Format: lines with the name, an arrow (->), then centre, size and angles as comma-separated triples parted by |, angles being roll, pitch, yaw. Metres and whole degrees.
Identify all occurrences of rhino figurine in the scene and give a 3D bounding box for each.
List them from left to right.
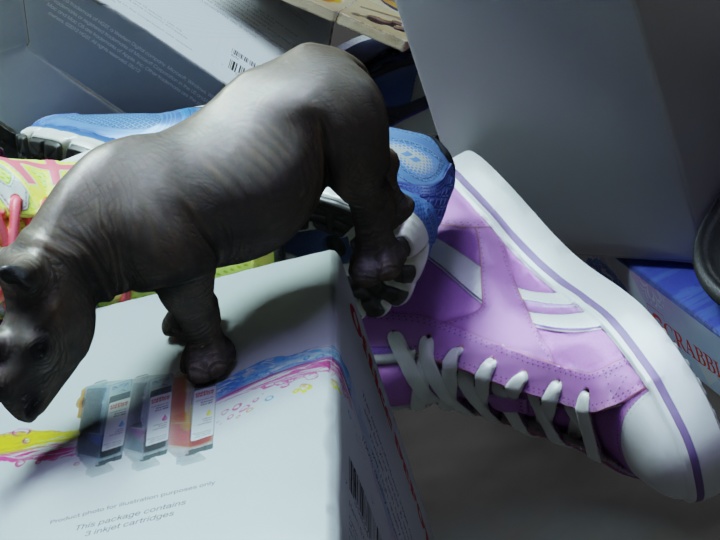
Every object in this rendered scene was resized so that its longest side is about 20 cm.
rhino figurine -> -0.066, -0.011, 1.005 | 0.199, 0.088, 0.060 | -30, 30, -22

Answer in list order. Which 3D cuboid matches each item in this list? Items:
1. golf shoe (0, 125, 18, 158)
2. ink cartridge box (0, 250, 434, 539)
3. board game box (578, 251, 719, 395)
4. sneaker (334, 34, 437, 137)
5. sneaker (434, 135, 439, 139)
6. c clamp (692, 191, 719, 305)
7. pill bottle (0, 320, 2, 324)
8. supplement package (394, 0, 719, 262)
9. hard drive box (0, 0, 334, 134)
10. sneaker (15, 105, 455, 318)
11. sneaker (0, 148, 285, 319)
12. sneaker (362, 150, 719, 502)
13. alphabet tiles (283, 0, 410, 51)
golf shoe -> -0.184, -0.047, 1.246 | 0.075, 0.200, 0.092 | -48, 66, 10
ink cartridge box -> -0.055, 0.114, 1.026 | 0.144, 0.146, 0.200 | -14, 28, 8
board game box -> 0.200, -0.030, 1.238 | 0.199, 0.041, 0.200 | -26, 30, -14
sneaker -> 0.052, -0.090, 1.387 | 0.199, 0.081, 0.147 | -25, 33, 1
sneaker -> 0.000, 0.000, 1.246 | 0.076, 0.084, 0.200 | 26, 52, 26
c clamp -> 0.224, -0.025, 1.148 | 0.170, 0.027, 0.201 | 4, 46, 27
pill bottle -> -0.178, 0.083, 1.169 | 0.104, 0.104, 0.200 | 14, 61, 45
supplement package -> 0.095, -0.119, 1.201 | 0.119, 0.201, 0.121 | 3, 36, 35
hard drive box -> -0.096, -0.112, 1.296 | 0.077, 0.155, 0.200 | -50, 13, 24
sneaker -> -0.050, -0.035, 1.173 | 0.199, 0.079, 0.089 | 10, 39, 26
sneaker -> -0.129, -0.008, 1.094 | 0.198, 0.079, 0.090 | 5, 14, 8
sneaker -> 0.053, 0.045, 1.142 | 0.114, 0.073, 0.200 | -32, 46, -16
alphabet tiles -> 0.003, -0.142, 1.328 | 0.166, 0.008, 0.200 | 24, 22, 9
